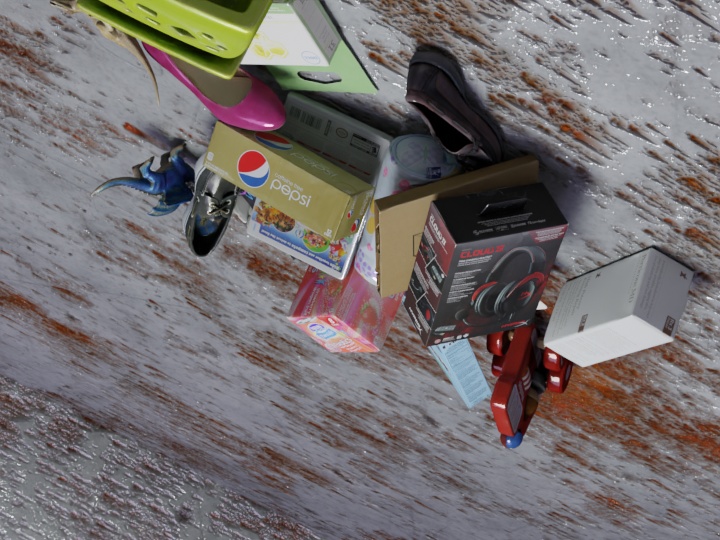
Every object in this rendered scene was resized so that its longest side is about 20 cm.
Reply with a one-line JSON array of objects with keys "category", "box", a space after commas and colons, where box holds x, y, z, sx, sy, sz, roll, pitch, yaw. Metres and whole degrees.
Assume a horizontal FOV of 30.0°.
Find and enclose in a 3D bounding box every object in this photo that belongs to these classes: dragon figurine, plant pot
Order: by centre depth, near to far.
[{"category": "plant pot", "box": [-0.161, -0.310, 1.276, 0.198, 0.201, 0.182, 24, 164, -3]}, {"category": "dragon figurine", "box": [-0.268, -0.111, 1.861, 0.059, 0.200, 0.100, -18, 98, 48]}]

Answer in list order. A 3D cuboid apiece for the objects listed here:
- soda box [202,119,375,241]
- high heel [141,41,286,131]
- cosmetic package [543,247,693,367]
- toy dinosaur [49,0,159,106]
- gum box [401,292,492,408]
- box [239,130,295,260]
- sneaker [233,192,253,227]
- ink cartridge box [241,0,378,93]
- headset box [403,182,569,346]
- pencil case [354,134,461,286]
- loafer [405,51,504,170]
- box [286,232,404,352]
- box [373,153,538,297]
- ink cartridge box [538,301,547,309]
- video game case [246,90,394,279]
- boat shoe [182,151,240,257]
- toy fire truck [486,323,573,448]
[{"category": "soda box", "box": [-0.087, -0.112, 1.610, 0.200, 0.064, 0.068, 30, -156, 19]}, {"category": "high heel", "box": [-0.174, -0.235, 1.576, 0.200, 0.067, 0.096, 39, 172, 19]}, {"category": "cosmetic package", "box": [0.323, 0.050, 1.702, 0.074, 0.102, 0.200, 28, 155, -15]}, {"category": "toy dinosaur", "box": [-0.291, -0.291, 1.591, 0.200, 0.058, 0.101, 41, 162, 19]}, {"category": "gum box", "box": [0.109, 0.083, 1.923, 0.170, 0.044, 0.200, 57, 177, 35]}, {"category": "box", "box": [-0.098, -0.106, 1.775, 0.143, 0.036, 0.200, 51, 155, 3]}, {"category": "sneaker", "box": [-0.103, -0.053, 1.916, 0.200, 0.077, 0.082, 31, 162, -15]}, {"category": "ink cartridge box", "box": [-0.085, -0.249, 1.514, 0.145, 0.048, 0.200, 8, 150, 33]}, {"category": "headset box", "box": [0.145, -0.013, 1.568, 0.148, 0.075, 0.200, -10, 140, -22]}, {"category": "pencil case", "box": [0.055, -0.069, 1.623, 0.090, 0.083, 0.200, -5, 136, -25]}, {"category": "loafer", "box": [0.099, -0.161, 1.505, 0.072, 0.063, 0.200, 7, 152, 34]}, {"category": "box", "box": [0.000, 0.000, 1.768, 0.102, 0.201, 0.095, -3, 146, 47]}, {"category": "box", "box": [0.112, -0.051, 1.588, 0.199, 0.021, 0.164, -16, 142, -11]}, {"category": "ink cartridge box", "box": [0.155, -0.026, 1.737, 0.117, 0.067, 0.200, -6, 142, 48]}, {"category": "video game case", "box": [-0.052, -0.103, 1.659, 0.143, 0.018, 0.201, 26, 119, 11]}, {"category": "boat shoe", "box": [-0.194, -0.090, 1.803, 0.068, 0.057, 0.200, -1, 148, -20]}, {"category": "toy fire truck", "box": [0.231, 0.164, 1.943, 0.112, 0.168, 0.200, 15, 155, 19]}]
